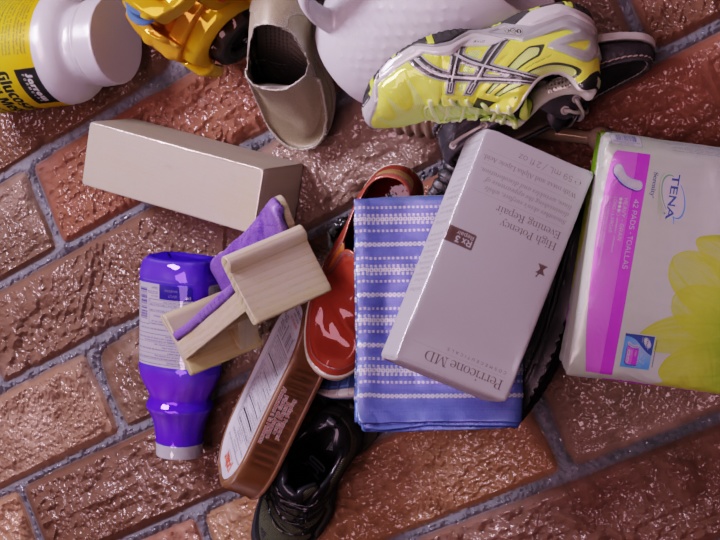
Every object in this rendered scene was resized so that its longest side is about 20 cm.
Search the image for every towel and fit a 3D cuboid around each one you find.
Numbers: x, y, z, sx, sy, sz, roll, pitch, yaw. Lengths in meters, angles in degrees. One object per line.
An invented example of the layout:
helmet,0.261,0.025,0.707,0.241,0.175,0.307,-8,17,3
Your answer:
towel,0.064,0.035,1.363,0.144,0.024,0.201,-1,87,8

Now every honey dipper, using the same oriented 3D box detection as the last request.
honey dipper,0.125,-0.123,1.416,0.199,0.038,0.038,11,102,23

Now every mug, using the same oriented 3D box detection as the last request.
mug,0.035,-0.230,1.358,0.175,0.200,0.148,-35,55,31

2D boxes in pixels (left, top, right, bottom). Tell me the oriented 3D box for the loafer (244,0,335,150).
loafer,-0.070,-0.177,1.444,0.075,0.068,0.200,8,139,17

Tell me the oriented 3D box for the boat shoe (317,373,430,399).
boat shoe,0.023,0.095,1.470,0.200,0.072,0.072,5,71,53

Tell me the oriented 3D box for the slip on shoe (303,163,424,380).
slip on shoe,0.000,0.000,1.418,0.074,0.061,0.200,23,92,8

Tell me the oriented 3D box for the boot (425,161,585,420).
boot,0.114,0.016,1.413,0.157,0.079,0.212,22,96,17

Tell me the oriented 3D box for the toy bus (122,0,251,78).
toy bus,-0.158,-0.273,1.414,0.136,0.192,0.200,40,115,16

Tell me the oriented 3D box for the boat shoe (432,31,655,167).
boat shoe,0.155,-0.142,1.354,0.199,0.074,0.060,-17,65,14

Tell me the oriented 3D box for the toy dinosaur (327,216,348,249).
toy dinosaur,-0.002,0.000,1.496,0.200,0.047,0.088,10,108,30

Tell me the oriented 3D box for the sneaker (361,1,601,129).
sneaker,0.097,-0.150,1.293,0.199,0.075,0.077,-19,66,11

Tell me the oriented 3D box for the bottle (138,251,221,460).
bottle,-0.177,0.084,1.587,0.083,0.065,0.201,7,100,34

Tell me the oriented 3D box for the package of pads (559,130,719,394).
package of pads,0.255,-0.004,1.314,0.154,0.068,0.201,7,102,-1

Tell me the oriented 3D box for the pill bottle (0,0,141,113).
pill bottle,-0.321,-0.216,1.595,0.199,0.112,0.113,-3,95,29

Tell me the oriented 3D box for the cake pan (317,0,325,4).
cake pan,-0.057,-0.339,1.480,0.200,0.037,0.201,4,99,27

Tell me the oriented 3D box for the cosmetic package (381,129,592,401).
cosmetic package,0.102,-0.003,1.311,0.101,0.074,0.200,21,84,-8

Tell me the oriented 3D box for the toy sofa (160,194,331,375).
toy sofa,-0.112,0.016,1.446,0.098,0.083,0.200,63,152,5

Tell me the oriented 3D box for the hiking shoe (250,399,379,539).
hiking shoe,-0.061,0.200,1.522,0.076,0.101,0.200,37,112,20

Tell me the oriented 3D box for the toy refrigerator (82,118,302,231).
toy refrigerator,-0.162,-0.090,1.550,0.200,0.076,0.070,16,104,25

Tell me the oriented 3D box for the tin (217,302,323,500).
tin,-0.079,0.117,1.504,0.042,0.112,0.200,23,102,-13
